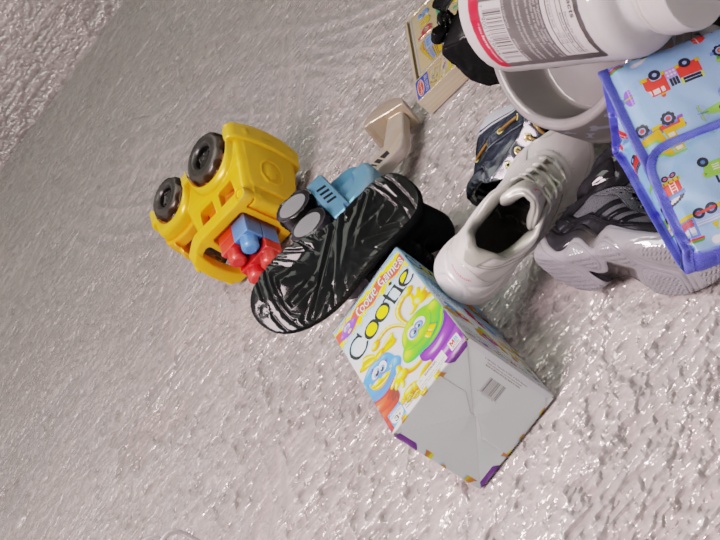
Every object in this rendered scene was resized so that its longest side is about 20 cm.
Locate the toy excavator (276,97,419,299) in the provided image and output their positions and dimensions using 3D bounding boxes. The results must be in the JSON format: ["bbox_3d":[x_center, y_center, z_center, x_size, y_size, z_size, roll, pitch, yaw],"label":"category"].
[{"bbox_3d":[0.008,-0.091,1.518,0.200,0.100,0.195,-41,29,0],"label":"toy excavator"}]

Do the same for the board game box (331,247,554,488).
[{"bbox_3d":[0.066,0.080,1.189,0.103,0.104,0.200,-52,26,9],"label":"board game box"}]

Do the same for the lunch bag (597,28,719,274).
[{"bbox_3d":[0.279,-0.080,0.994,0.149,0.095,0.201,-20,45,4],"label":"lunch bag"}]

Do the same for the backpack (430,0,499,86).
[{"bbox_3d":[0.177,-0.290,1.395,0.165,0.127,0.202,-3,54,34],"label":"backpack"}]

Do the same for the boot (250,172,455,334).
[{"bbox_3d":[0.000,0.000,1.325,0.200,0.168,0.077,-43,70,3],"label":"boot"}]

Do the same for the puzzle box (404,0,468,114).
[{"bbox_3d":[0.111,-0.287,1.622,0.133,0.025,0.201,-44,29,25],"label":"puzzle box"}]

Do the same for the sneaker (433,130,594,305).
[{"bbox_3d":[0.148,-0.057,1.183,0.200,0.078,0.099,-51,-4,-22],"label":"sneaker"}]

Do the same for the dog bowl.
[{"bbox_3d":[0.187,-0.209,1.164,0.199,0.058,0.203,8,100,52],"label":"dog bowl"}]

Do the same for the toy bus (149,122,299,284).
[{"bbox_3d":[-0.164,-0.053,1.732,0.200,0.135,0.193,-42,45,30],"label":"toy bus"}]

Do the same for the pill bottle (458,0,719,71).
[{"bbox_3d":[0.176,-0.214,1.039,0.199,0.110,0.112,4,62,52],"label":"pill bottle"}]

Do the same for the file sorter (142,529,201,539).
[{"bbox_3d":[-0.209,0.345,1.332,0.199,0.124,0.140,-25,39,47],"label":"file sorter"}]

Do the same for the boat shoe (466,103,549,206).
[{"bbox_3d":[0.173,-0.124,1.285,0.200,0.070,0.092,-33,36,56],"label":"boat shoe"}]

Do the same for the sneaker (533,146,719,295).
[{"bbox_3d":[0.226,-0.046,1.093,0.199,0.075,0.115,-2,57,59],"label":"sneaker"}]

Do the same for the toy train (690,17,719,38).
[{"bbox_3d":[0.273,-0.261,1.176,0.114,0.086,0.203,130,141,-71],"label":"toy train"}]
